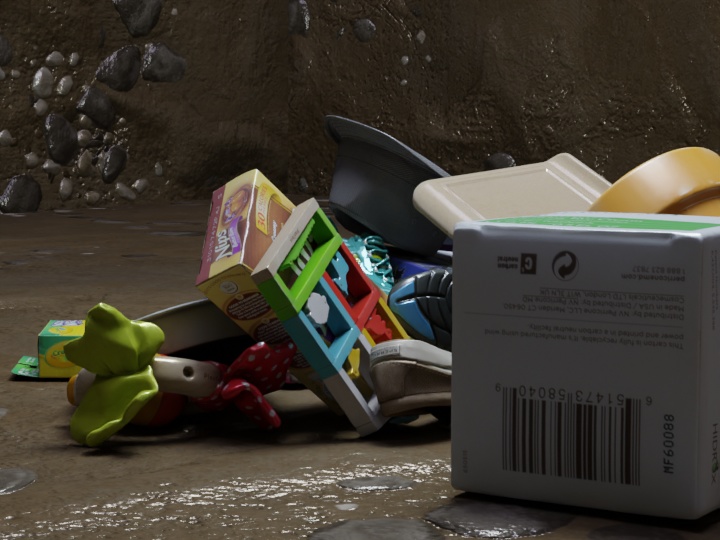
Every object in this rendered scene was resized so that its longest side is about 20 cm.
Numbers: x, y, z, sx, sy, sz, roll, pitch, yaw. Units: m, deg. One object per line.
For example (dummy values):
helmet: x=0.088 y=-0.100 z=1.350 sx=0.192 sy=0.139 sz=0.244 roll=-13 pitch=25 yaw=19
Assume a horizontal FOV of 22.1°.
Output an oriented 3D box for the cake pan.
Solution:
cake pan: x=-0.150 y=0.069 z=1.665 sx=0.199 sy=0.037 sz=0.200 roll=-16 pitch=-13 yaw=-4

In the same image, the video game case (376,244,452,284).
video game case: x=0.107 y=0.016 z=1.943 sx=0.180 sy=0.046 sz=0.200 roll=7 pitch=8 yaw=-33

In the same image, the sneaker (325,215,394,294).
sneaker: x=0.000 y=0.000 z=1.870 sx=0.200 sy=0.080 sz=0.077 roll=30 pitch=-7 yaw=42

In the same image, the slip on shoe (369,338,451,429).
slip on shoe: x=0.084 y=0.108 z=1.576 sx=0.076 sy=0.061 sz=0.200 roll=-18 pitch=-24 yaw=35

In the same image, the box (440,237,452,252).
box: x=0.184 y=0.001 z=2.113 sx=0.199 sy=0.141 sz=0.079 roll=6 pitch=49 yaw=42

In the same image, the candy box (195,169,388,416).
candy box: x=-0.053 y=0.021 z=1.596 sx=0.056 sy=0.117 sz=0.200 roll=-26 pitch=-52 yaw=30

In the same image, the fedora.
fedora: x=0.029 y=-0.075 z=1.924 sx=0.176 sy=0.091 sz=0.200 roll=22 pitch=-7 yaw=40

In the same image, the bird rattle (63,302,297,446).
bird rattle: x=-0.160 y=0.090 z=1.545 sx=0.199 sy=0.113 sz=0.163 roll=0 pitch=-11 yaw=-33

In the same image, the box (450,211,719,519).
box: x=0.188 y=0.061 z=1.340 sx=0.198 sy=0.201 sz=0.171 roll=3 pitch=5 yaw=32

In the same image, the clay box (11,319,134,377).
clay box: x=-0.245 y=0.078 z=1.849 sx=0.199 sy=0.048 sz=0.115 roll=1 pitch=6 yaw=-4

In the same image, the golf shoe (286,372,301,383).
golf shoe: x=-0.036 y=0.059 z=1.848 sx=0.072 sy=0.093 sz=0.200 roll=2 pitch=5 yaw=17

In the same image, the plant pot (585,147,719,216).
plant pot: x=0.309 y=0.022 z=1.685 sx=0.199 sy=0.201 sz=0.184 roll=-5 pitch=45 yaw=-41

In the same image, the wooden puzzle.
wooden puzzle: x=0.178 y=-0.046 z=1.811 sx=0.199 sy=0.037 sz=0.185 roll=-15 pitch=39 yaw=-32

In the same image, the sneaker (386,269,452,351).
sneaker: x=0.081 y=0.041 z=1.719 sx=0.082 sy=0.074 sz=0.199 roll=-2 pitch=-6 yaw=39

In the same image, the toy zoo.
toy zoo: x=-0.011 y=0.050 z=1.564 sx=0.020 sy=0.200 sz=0.131 roll=-26 pitch=18 yaw=28
